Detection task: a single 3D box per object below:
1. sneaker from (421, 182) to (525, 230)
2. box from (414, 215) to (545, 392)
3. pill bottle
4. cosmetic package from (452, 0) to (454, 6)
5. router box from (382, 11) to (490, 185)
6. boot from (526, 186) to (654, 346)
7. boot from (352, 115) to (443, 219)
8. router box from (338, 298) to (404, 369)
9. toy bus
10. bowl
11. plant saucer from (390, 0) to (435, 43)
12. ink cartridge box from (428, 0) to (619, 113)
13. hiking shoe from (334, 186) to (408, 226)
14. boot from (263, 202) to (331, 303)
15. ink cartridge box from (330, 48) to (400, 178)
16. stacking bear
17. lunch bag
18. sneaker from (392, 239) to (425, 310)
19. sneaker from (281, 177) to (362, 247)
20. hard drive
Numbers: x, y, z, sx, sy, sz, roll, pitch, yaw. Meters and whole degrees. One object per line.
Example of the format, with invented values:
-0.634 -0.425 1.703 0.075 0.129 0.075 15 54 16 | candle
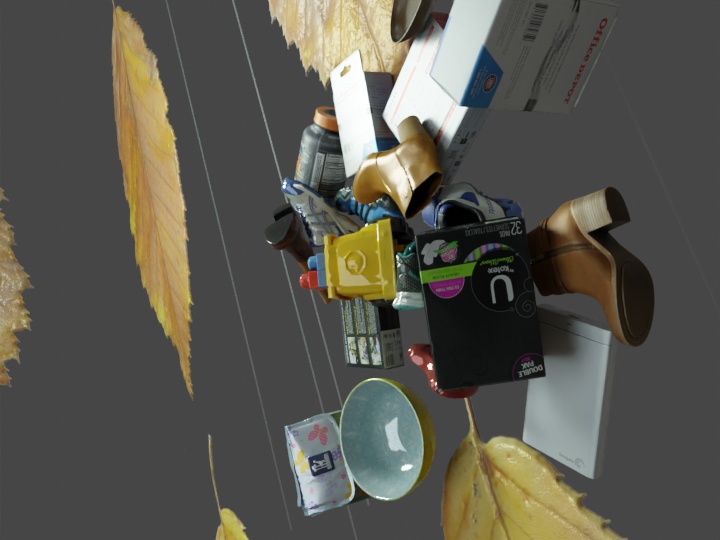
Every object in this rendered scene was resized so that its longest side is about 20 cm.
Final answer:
0.144 -0.088 1.076 0.198 0.113 0.083 22 112 54 | sneaker
0.159 0.040 0.949 0.124 0.144 0.206 -35 -64 -80 | box
-0.073 -0.216 1.404 0.106 0.104 0.205 44 129 44 | pill bottle
0.178 -0.439 0.972 0.200 0.050 0.156 -169 73 -78 | cosmetic package
0.126 -0.275 1.136 0.182 0.048 0.202 60 140 33 | router box
0.282 0.011 0.908 0.154 0.075 0.206 -32 66 53 | boot
0.055 -0.135 1.141 0.202 0.069 0.147 -50 40 39 | boot
0.015 0.082 1.359 0.148 0.050 0.207 -8 88 59 | router box
0.000 0.000 1.186 0.186 0.200 0.140 -8 83 14 | toy bus
0.066 0.289 1.246 0.197 0.106 0.207 -1 88 44 | bowl
0.095 -0.459 1.118 0.200 0.031 0.206 -168 89 -76 | plant saucer
0.202 -0.284 0.880 0.084 0.195 0.148 53 136 40 | ink cartridge box
0.013 -0.113 1.312 0.198 0.073 0.090 -1 93 57 | hiking shoe
-0.119 -0.017 1.415 0.203 0.067 0.189 63 -179 -19 | boot
0.012 -0.285 1.296 0.115 0.065 0.206 -17 81 57 | ink cartridge box
0.170 0.075 1.069 0.122 0.111 0.204 50 124 52 | stacking bear
-0.036 0.354 1.337 0.127 0.195 0.174 138 121 -61 | lunch bag
0.106 -0.010 1.086 0.076 0.199 0.094 -2 105 25 | sneaker
-0.082 -0.092 1.352 0.089 0.199 0.075 -52 14 -1 | sneaker
0.285 0.163 0.974 0.131 0.026 0.206 20 112 55 | hard drive
